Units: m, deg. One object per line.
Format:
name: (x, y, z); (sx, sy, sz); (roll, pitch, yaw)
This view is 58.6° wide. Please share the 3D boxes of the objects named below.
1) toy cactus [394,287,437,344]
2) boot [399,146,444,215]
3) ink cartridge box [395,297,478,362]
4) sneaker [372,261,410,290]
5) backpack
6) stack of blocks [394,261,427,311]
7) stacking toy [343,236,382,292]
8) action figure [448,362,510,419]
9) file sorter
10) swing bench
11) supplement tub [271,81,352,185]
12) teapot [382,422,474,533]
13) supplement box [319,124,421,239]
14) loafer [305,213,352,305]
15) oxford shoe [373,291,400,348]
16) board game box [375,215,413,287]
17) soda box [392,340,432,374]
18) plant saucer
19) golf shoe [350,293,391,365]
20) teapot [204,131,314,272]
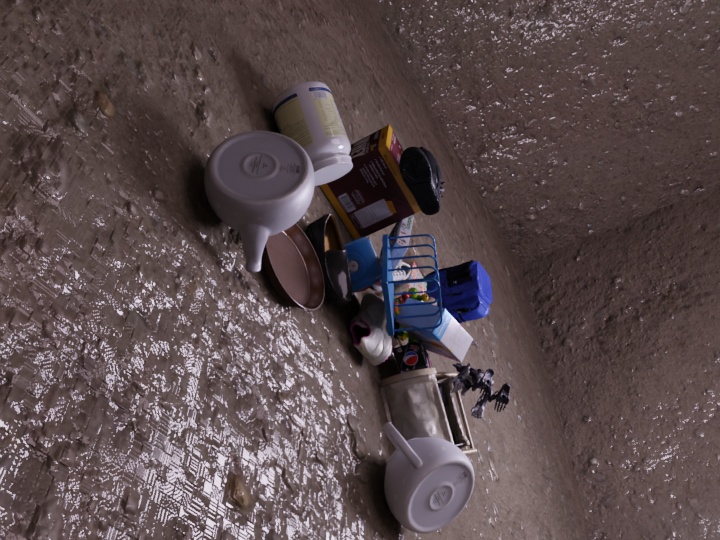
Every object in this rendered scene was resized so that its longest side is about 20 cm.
toy cactus: (0.150, 0.117, 1.641); (0.165, 0.102, 0.201); (-36, 126, -44)
boot: (0.153, -0.249, 1.576); (0.163, 0.073, 0.199); (-80, 149, -49)
ink cartridge box: (0.185, 0.151, 1.517); (0.200, 0.115, 0.068); (44, 70, -43)
sneaker: (0.079, 0.003, 1.699); (0.073, 0.070, 0.200); (67, 22, 0)
backpack: (0.286, 0.073, 1.960); (0.163, 0.199, 0.169); (46, 38, -51)
stack of blocks: (0.142, 0.073, 1.798); (0.116, 0.058, 0.200); (59, 22, -20)
stacking toy: (0.000, 0.000, 1.503); (0.200, 0.115, 0.110); (28, 40, -79)
action figure: (0.262, 0.271, 1.472); (0.119, 0.102, 0.200); (41, -11, -5)
file sorter: (0.113, 0.024, 1.417); (0.201, 0.122, 0.140); (-85, 168, -57)
swing bench: (0.159, 0.337, 1.471); (0.200, 0.129, 0.200); (26, 47, -61)
supplement tub: (-0.107, -0.310, 1.464); (0.145, 0.144, 0.201); (-1, 69, -68)
teapot: (0.118, 0.407, 1.280); (0.196, 0.201, 0.146); (6, 17, -33)
supplement box: (0.030, -0.221, 1.630); (0.198, 0.199, 0.133); (56, 23, -26)
loafer: (-0.060, -0.025, 1.365); (0.072, 0.072, 0.201); (-9, 71, -40)
oxford shoe: (0.064, 0.121, 1.538); (0.071, 0.073, 0.201); (51, 26, -35)
board game box: (0.083, -0.056, 1.609); (0.034, 0.127, 0.200); (28, 29, -5)
soda box: (0.131, 0.223, 1.537); (0.200, 0.070, 0.064); (54, 20, -70)
plant saucer: (-0.136, -0.012, 1.246); (0.201, 0.034, 0.201); (52, 26, -37)
golf shoe: (0.018, 0.115, 1.440); (0.091, 0.075, 0.201); (34, 29, -31)
teapot: (-0.172, -0.134, 1.109); (0.197, 0.200, 0.146); (43, -29, 21)
